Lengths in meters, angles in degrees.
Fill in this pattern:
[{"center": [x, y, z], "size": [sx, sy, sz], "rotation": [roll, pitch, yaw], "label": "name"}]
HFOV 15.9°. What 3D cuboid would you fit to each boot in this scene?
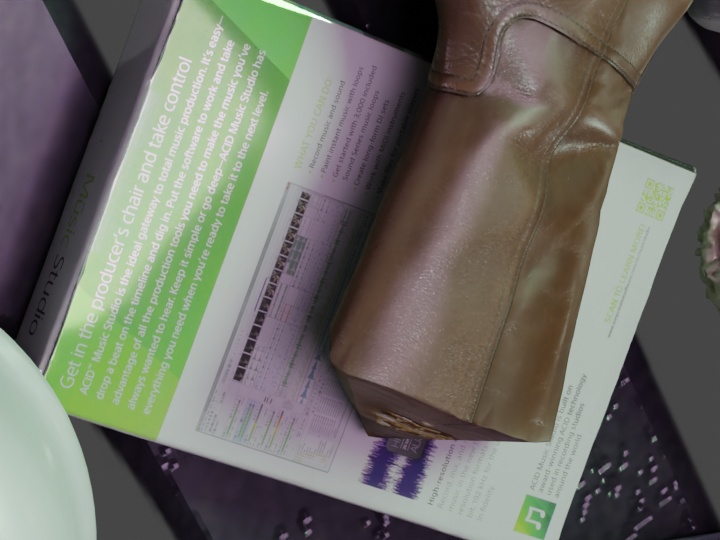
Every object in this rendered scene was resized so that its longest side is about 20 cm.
[{"center": [0.018, -0.046, 0.772], "size": [0.186, 0.064, 0.200], "rotation": [19, 95, -36], "label": "boot"}]

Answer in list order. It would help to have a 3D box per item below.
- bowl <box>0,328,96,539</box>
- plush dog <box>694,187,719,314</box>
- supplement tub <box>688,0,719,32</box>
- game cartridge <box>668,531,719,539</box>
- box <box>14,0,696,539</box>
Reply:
[{"center": [-0.164, 0.101, 0.724], "size": [0.201, 0.090, 0.201], "rotation": [-6, 109, -17], "label": "bowl"}, {"center": [0.237, 0.018, 0.894], "size": [0.172, 0.200, 0.161], "rotation": [-42, 153, -7], "label": "plush dog"}, {"center": [0.183, -0.166, 0.839], "size": [0.122, 0.123, 0.200], "rotation": [10, 95, -27], "label": "supplement tub"}, {"center": [0.090, 0.165, 0.908], "size": [0.200, 0.041, 0.133], "rotation": [-5, 99, -25], "label": "game cartridge"}, {"center": [0.000, 0.000, 0.833], "size": [0.200, 0.036, 0.145], "rotation": [21, 91, -29], "label": "box"}]
